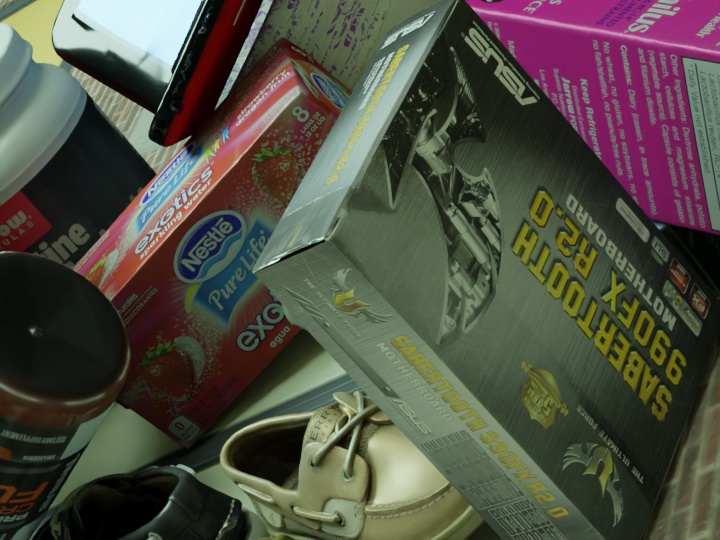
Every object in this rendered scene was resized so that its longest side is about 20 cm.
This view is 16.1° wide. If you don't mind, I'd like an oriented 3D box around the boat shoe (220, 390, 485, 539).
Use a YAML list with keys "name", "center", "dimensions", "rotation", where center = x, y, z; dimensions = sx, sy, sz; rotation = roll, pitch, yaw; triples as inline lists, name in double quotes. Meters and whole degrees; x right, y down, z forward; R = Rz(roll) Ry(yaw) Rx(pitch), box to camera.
- name: "boat shoe"
  center: [-0.001, 0.092, 1.158]
  dimensions: [0.200, 0.065, 0.071]
  rotation: [-17, 34, 56]

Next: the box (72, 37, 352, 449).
- name: "box"
  center: [-0.069, -0.015, 1.401]
  dimensions: [0.200, 0.095, 0.100]
  rotation: [-47, 21, 13]

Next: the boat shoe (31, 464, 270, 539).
- name: "boat shoe"
  center: [-0.122, 0.132, 1.295]
  dimensions: [0.200, 0.060, 0.074]
  rotation: [-4, 48, 58]

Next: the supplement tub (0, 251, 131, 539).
- name: "supplement tub"
  center: [-0.203, 0.089, 1.345]
  dimensions: [0.200, 0.107, 0.107]
  rotation: [-57, 9, 40]

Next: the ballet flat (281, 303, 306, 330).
- name: "ballet flat"
  center: [0.000, 0.000, 1.220]
  dimensions: [0.067, 0.064, 0.200]
  rotation: [-44, 24, -9]

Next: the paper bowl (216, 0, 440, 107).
- name: "paper bowl"
  center: [-0.013, -0.142, 1.518]
  dimensions: [0.201, 0.104, 0.201]
  rotation: [-156, 90, -80]

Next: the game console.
- name: "game console"
  center: [-0.105, -0.187, 1.439]
  dimensions: [0.172, 0.118, 0.200]
  rotation: [-54, -12, -80]

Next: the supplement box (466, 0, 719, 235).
- name: "supplement box"
  center: [0.150, -0.087, 1.144]
  dimensions: [0.200, 0.104, 0.101]
  rotation: [16, 43, 38]

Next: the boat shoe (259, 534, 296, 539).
- name: "boat shoe"
  center: [-0.039, 0.168, 1.098]
  dimensions: [0.068, 0.072, 0.200]
  rotation: [-39, 23, 4]

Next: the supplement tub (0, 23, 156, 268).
- name: "supplement tub"
  center: [-0.191, -0.033, 1.520]
  dimensions: [0.140, 0.200, 0.140]
  rotation: [-33, 25, 17]

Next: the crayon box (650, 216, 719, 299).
- name: "crayon box"
  center: [0.078, 0.006, 1.239]
  dimensions: [0.200, 0.052, 0.126]
  rotation: [-30, 25, 24]

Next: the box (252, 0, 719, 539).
- name: "box"
  center: [0.061, 0.009, 1.070]
  dimensions: [0.048, 0.200, 0.159]
  rotation: [-23, 28, 41]
